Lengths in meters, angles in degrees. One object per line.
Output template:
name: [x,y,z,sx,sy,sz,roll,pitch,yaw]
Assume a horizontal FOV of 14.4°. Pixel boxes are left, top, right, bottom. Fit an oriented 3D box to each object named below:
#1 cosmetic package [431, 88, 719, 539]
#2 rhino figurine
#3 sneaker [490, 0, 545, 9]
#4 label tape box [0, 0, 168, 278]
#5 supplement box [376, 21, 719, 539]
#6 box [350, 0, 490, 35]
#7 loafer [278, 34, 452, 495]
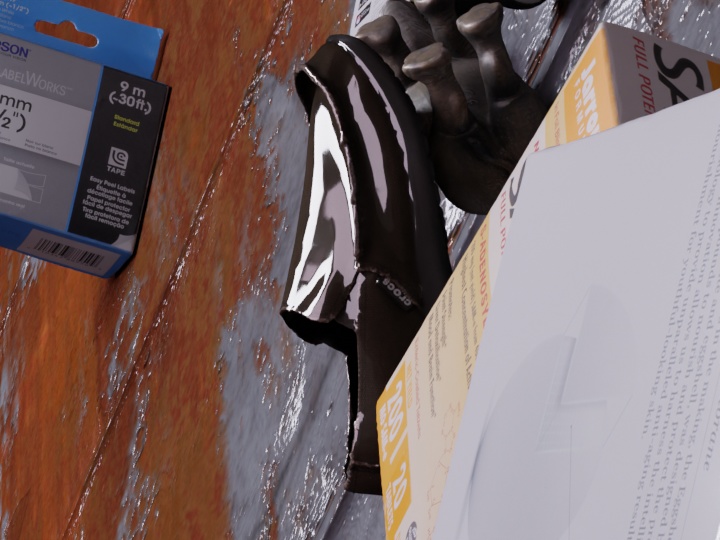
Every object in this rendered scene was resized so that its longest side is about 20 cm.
cosmetic package: [0.110,0.065,0.747,0.200,0.123,0.199,163,123,-73]
rhino figurine: [0.037,-0.076,1.232,0.087,0.060,0.200,65,176,-17]
sneaker: [0.082,-0.178,1.171,0.074,0.080,0.200,-43,-26,-32]
label tape box: [-0.216,-0.111,2.009,0.066,0.143,0.200,141,143,-64]
supplement box: [0.076,0.032,0.987,0.126,0.074,0.200,-93,25,-49]
box: [0.050,-0.174,1.364,0.200,0.035,0.110,138,146,-61]
loafer: [0.000,0.000,1.147,0.073,0.071,0.200,100,156,-74]
